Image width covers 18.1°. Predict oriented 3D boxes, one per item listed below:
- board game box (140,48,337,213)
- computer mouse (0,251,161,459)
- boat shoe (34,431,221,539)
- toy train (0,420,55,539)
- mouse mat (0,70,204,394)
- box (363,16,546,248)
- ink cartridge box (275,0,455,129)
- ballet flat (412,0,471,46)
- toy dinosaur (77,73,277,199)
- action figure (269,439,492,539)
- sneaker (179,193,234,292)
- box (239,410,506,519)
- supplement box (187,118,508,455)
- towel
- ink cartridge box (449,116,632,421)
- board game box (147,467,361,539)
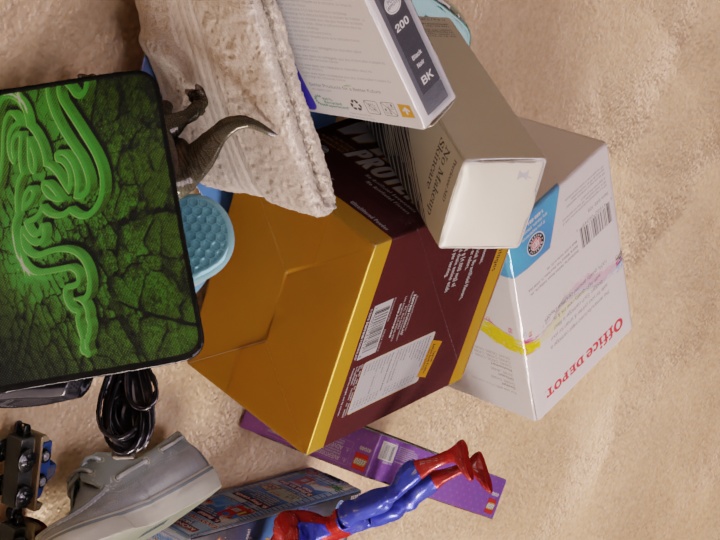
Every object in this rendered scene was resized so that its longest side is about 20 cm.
[{"bbox_3d":[-0.098,-0.142,1.684,0.158,0.039,0.200,-50,133,-17],"label":"board game box"},{"bbox_3d":[-0.235,0.056,1.521,0.053,0.199,0.139,132,-41,-80],"label":"computer mouse"},{"bbox_3d":[-0.185,0.170,1.685,0.070,0.072,0.201,-41,169,33],"label":"boat shoe"},{"bbox_3d":[-0.248,0.203,1.653,0.046,0.034,0.201,-14,117,-51],"label":"toy train"},{"bbox_3d":[-0.197,-0.027,1.501,0.160,0.008,0.201,-10,85,-12],"label":"mouse mat"},{"bbox_3d":[0.062,-0.104,1.667,0.068,0.200,0.082,-1,125,-22],"label":"box"},{"bbox_3d":[-0.052,-0.192,1.538,0.043,0.198,0.200,-50,132,-27],"label":"ink cartridge box"},{"bbox_3d":[0.004,-0.222,1.747,0.200,0.062,0.068,43,80,-27],"label":"ballet flat"},{"bbox_3d":[-0.156,-0.078,1.564,0.077,0.199,0.103,86,12,-67],"label":"toy dinosaur"},{"bbox_3d":[0.006,0.211,1.748,0.065,0.199,0.099,39,34,-57],"label":"action figure"},{"bbox_3d":[-0.185,0.014,1.614,0.199,0.131,0.080,-20,86,-8],"label":"sneaker"},{"bbox_3d":[0.013,0.152,1.869,0.200,0.137,0.039,25,85,-52],"label":"box"},{"bbox_3d":[0.000,0.000,1.742,0.200,0.133,0.198,-23,140,-47],"label":"supplement box"},{"bbox_3d":[-0.091,-0.129,1.570,0.034,0.132,0.200,-40,129,-31],"label":"towel"},{"bbox_3d":[0.124,-0.007,1.927,0.147,0.146,0.200,-41,134,-33],"label":"ink cartridge box"},{"bbox_3d":[-0.107,0.257,1.830,0.200,0.062,0.201,12,97,-51],"label":"board game box"}]
